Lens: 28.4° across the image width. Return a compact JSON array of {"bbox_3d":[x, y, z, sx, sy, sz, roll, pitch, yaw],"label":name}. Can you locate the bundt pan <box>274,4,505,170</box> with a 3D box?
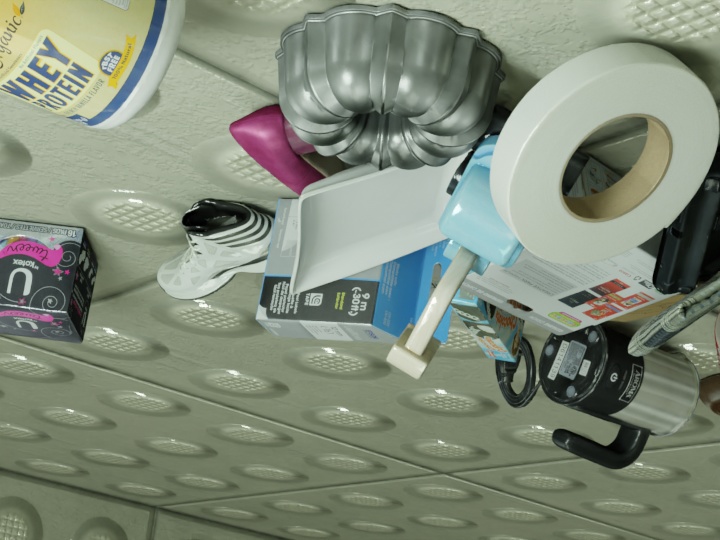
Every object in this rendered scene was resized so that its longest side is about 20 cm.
[{"bbox_3d":[0.022,-0.146,1.222,0.202,0.076,0.202,5,159,2],"label":"bundt pan"}]

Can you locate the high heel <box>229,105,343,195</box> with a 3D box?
[{"bbox_3d":[-0.067,-0.096,1.397,0.096,0.067,0.200,-4,145,4],"label":"high heel"}]

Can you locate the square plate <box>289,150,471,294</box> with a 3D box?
[{"bbox_3d":[0.022,-0.061,1.393,0.198,0.028,0.200,-20,157,-16],"label":"square plate"}]

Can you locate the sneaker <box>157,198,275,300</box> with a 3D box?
[{"bbox_3d":[-0.181,-0.035,1.623,0.200,0.076,0.115,-18,141,34],"label":"sneaker"}]

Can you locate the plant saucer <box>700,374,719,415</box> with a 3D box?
[{"bbox_3d":[0.580,0.186,2.028,0.200,0.032,0.200,7,160,2],"label":"plant saucer"}]

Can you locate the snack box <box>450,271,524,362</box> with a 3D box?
[{"bbox_3d":[0.147,0.016,1.561,0.037,0.116,0.200,8,162,21],"label":"snack box"}]

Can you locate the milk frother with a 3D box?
[{"bbox_3d":[0.305,0.144,1.887,0.188,0.181,0.200,22,-162,-35],"label":"milk frother"}]

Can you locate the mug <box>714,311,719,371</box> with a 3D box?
[{"bbox_3d":[0.504,0.092,1.710,0.133,0.178,0.200,38,172,32],"label":"mug"}]

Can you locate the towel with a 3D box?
[{"bbox_3d":[0.370,0.010,1.437,0.200,0.035,0.193,-32,170,-10],"label":"towel"}]

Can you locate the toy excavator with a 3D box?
[{"bbox_3d":[0.099,-0.021,1.275,0.100,0.200,0.195,32,138,6],"label":"toy excavator"}]

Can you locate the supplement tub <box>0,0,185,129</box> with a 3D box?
[{"bbox_3d":[-0.247,-0.201,1.051,0.200,0.145,0.144,20,156,-34],"label":"supplement tub"}]

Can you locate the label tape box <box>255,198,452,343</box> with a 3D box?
[{"bbox_3d":[0.000,0.000,1.517,0.200,0.143,0.066,2,158,22],"label":"label tape box"}]

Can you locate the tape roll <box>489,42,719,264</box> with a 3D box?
[{"bbox_3d":[0.205,-0.094,1.187,0.203,0.037,0.203,-14,131,-17],"label":"tape roll"}]

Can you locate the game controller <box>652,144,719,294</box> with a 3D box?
[{"bbox_3d":[0.329,-0.052,1.333,0.042,0.104,0.200,45,157,27],"label":"game controller"}]

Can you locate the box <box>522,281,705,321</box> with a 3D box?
[{"bbox_3d":[0.310,0.036,1.627,0.200,0.021,0.163,2,167,-45],"label":"box"}]

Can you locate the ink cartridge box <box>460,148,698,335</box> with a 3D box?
[{"bbox_3d":[0.213,-0.021,1.449,0.176,0.084,0.200,-25,145,35],"label":"ink cartridge box"}]

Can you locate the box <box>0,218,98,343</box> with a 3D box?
[{"bbox_3d":[-0.436,0.010,1.737,0.200,0.115,0.132,6,161,0],"label":"box"}]

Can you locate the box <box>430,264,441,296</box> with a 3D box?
[{"bbox_3d":[0.035,-0.007,1.657,0.144,0.036,0.200,-1,158,20],"label":"box"}]
